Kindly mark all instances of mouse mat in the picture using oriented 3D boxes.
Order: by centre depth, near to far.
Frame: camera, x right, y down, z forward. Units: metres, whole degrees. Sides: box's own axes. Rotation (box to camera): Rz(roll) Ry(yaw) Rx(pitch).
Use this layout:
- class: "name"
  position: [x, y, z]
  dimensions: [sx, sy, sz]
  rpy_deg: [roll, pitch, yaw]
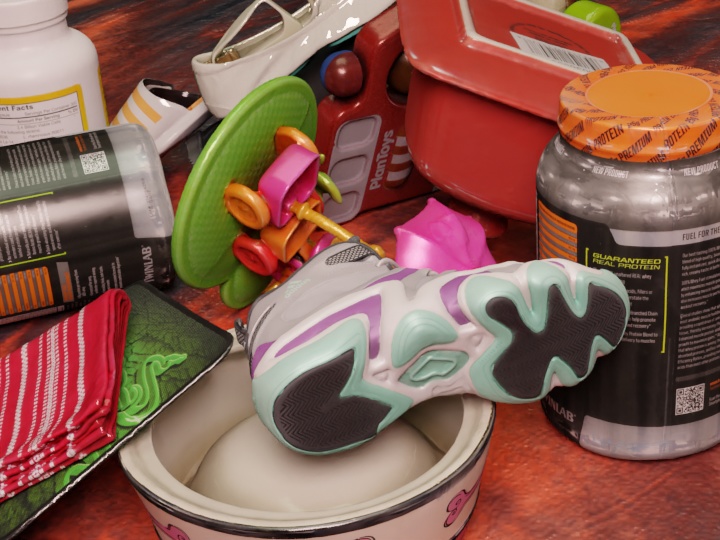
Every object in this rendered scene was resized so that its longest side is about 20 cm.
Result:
- class: "mouse mat"
  position: [-0.161, 0.071, 0.751]
  dimensions: [0.161, 0.008, 0.200]
  rpy_deg: [-41, 24, -14]

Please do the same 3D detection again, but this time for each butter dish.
- class: "butter dish"
  position: [0.102, -0.090, 0.883]
  dimensions: [0.199, 0.148, 0.200]
  rpy_deg: [17, 26, -9]

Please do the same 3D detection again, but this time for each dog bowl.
- class: "dog bowl"
  position: [-0.026, 0.102, 0.710]
  dimensions: [0.199, 0.074, 0.200]
  rpy_deg: [-4, 28, 2]

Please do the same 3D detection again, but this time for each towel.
- class: "towel"
  position: [-0.213, 0.090, 0.732]
  dimensions: [0.200, 0.023, 0.145]
  rpy_deg: [-29, 26, 9]

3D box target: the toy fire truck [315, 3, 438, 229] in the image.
- class: "toy fire truck"
  position: [0.038, -0.127, 1.009]
  dimensions: [0.168, 0.200, 0.112]
  rpy_deg: [-19, 52, -31]

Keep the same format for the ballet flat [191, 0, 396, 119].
- class: "ballet flat"
  position: [-0.045, -0.192, 1.023]
  dimensions: [0.200, 0.070, 0.069]
  rpy_deg: [-34, 29, 5]

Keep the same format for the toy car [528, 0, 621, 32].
- class: "toy car"
  position: [0.174, -0.167, 1.167]
  dimensions: [0.200, 0.158, 0.164]
  rpy_deg: [9, 15, -47]

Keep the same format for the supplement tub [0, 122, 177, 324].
- class: "supplement tub"
  position: [-0.236, -0.028, 0.934]
  dimensions: [0.199, 0.123, 0.123]
  rpy_deg: [-12, 29, -15]

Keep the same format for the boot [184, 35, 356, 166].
- class: "boot"
  position: [-0.042, -0.129, 1.067]
  dimensions: [0.200, 0.066, 0.165]
  rpy_deg: [-35, 31, 1]

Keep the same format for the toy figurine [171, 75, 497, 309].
- class: "toy figurine"
  position: [0.000, 0.000, 0.844]
  dimensions: [0.184, 0.200, 0.150]
  rpy_deg: [30, 61, 18]

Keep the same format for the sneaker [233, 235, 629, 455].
- class: "sneaker"
  position: [0.029, 0.015, 0.704]
  dimensions: [0.199, 0.078, 0.140]
  rpy_deg: [-12, 29, -13]

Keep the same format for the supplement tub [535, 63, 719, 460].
- class: "supplement tub"
  position: [0.160, -0.005, 0.747]
  dimensions: [0.122, 0.201, 0.123]
  rpy_deg: [-3, 28, 2]

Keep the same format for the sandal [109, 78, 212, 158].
- class: "sandal"
  position: [-0.153, -0.144, 1.113]
  dimensions: [0.206, 0.059, 0.079]
  rpy_deg: [-38, 7, 9]

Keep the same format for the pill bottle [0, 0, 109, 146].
- class: "pill bottle"
  position: [-0.246, -0.117, 1.020]
  dimensions: [0.104, 0.201, 0.104]
  rpy_deg: [-3, 28, 2]
